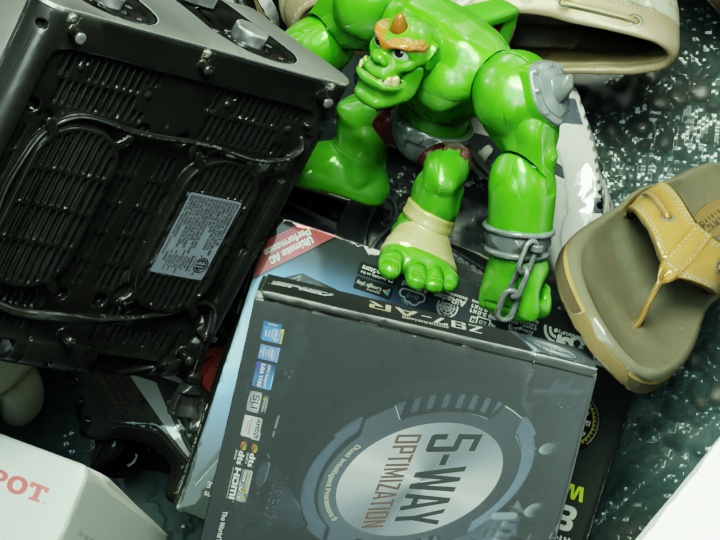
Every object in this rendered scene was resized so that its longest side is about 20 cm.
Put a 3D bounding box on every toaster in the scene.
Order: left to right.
[{"bbox_3d":[-0.129,-0.047,1.103,0.119,0.180,0.200,47,116,43],"label":"toaster"}]

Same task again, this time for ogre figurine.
[{"bbox_3d":[0.025,-0.074,1.145,0.200,0.098,0.120,48,124,46],"label":"ogre figurine"}]

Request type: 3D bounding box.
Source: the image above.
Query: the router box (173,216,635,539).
[{"bbox_3d":[0.024,0.074,1.176,0.199,0.062,0.150,18,87,-1],"label":"router box"}]

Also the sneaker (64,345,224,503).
[{"bbox_3d":[-0.125,0.049,1.254,0.200,0.071,0.098,40,81,20],"label":"sneaker"}]

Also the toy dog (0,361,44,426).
[{"bbox_3d":[-0.248,-0.013,1.255,0.200,0.194,0.140,20,70,49],"label":"toy dog"}]

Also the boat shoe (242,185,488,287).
[{"bbox_3d":[0.000,0.000,1.250,0.199,0.062,0.075,23,76,17],"label":"boat shoe"}]

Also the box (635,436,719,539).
[{"bbox_3d":[0.231,0.165,1.106,0.199,0.131,0.200,38,82,21],"label":"box"}]

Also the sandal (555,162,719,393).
[{"bbox_3d":[0.156,-0.011,1.163,0.080,0.200,0.054,48,130,5],"label":"sandal"}]

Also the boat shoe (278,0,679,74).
[{"bbox_3d":[0.059,-0.124,1.199,0.199,0.072,0.065,-1,59,1],"label":"boat shoe"}]

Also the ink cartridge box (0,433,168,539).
[{"bbox_3d":[-0.210,0.179,1.188,0.145,0.145,0.201,19,77,18],"label":"ink cartridge box"}]

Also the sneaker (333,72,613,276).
[{"bbox_3d":[0.054,-0.067,1.252,0.129,0.080,0.200,-16,69,8],"label":"sneaker"}]

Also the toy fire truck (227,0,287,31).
[{"bbox_3d":[-0.164,-0.138,1.229,0.200,0.129,0.176,-30,88,11],"label":"toy fire truck"}]

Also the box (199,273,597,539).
[{"bbox_3d":[0.009,0.117,1.115,0.160,0.044,0.201,14,100,0],"label":"box"}]

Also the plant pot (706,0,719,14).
[{"bbox_3d":[0.231,-0.230,1.233,0.200,0.187,0.187,-40,67,12],"label":"plant pot"}]
